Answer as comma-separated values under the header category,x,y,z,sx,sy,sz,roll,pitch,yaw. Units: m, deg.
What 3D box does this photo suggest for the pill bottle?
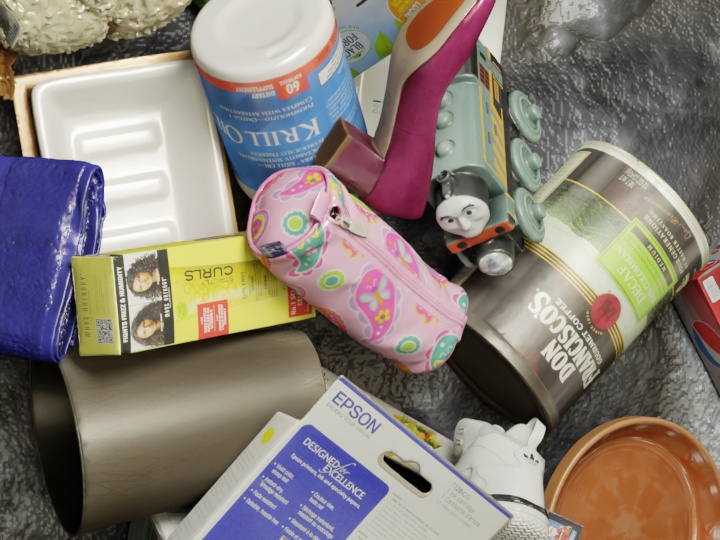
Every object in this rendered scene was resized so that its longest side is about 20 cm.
category,x,y,z,sx,sy,sz,roll,pitch,yaw
pill bottle,-0.054,-0.117,1.578,0.112,0.112,0.201,-36,138,-16

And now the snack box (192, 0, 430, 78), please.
category,x,y,z,sx,sy,sz,roll,pitch,yaw
snack box,-0.035,-0.232,1.577,0.169,0.200,0.068,44,55,-16

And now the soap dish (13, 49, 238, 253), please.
category,x,y,z,sx,sy,sz,roll,pitch,yaw
soap dish,-0.181,-0.061,1.591,0.156,0.081,0.202,-11,95,-19

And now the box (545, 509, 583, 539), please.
category,x,y,z,sx,sy,sz,roll,pitch,yaw
box,0.099,0.284,1.667,0.038,0.136,0.201,26,82,-20

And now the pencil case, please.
category,x,y,z,sx,sy,sz,roll,pitch,yaw
pencil case,0.000,0.000,1.549,0.200,0.087,0.088,41,76,-40

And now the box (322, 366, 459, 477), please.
category,x,y,z,sx,sy,sz,roll,pitch,yaw
box,-0.002,0.118,1.679,0.199,0.041,0.039,31,83,-17

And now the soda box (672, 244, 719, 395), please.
category,x,y,z,sx,sy,sz,roll,pitch,yaw
soda box,0.343,0.078,1.789,0.063,0.070,0.201,-31,100,-18

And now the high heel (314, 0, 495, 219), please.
category,x,y,z,sx,sy,sz,roll,pitch,yaw
high heel,0.058,-0.128,1.513,0.096,0.068,0.200,27,120,-27

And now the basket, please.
category,x,y,z,sx,sy,sz,roll,pitch,yaw
basket,-0.133,0.112,1.548,0.199,0.180,0.137,-6,117,-19

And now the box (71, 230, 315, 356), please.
category,x,y,z,sx,sy,sz,roll,pitch,yaw
box,-0.120,0.014,1.517,0.199,0.050,0.076,-9,96,-47

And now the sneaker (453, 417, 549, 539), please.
category,x,y,z,sx,sy,sz,roll,pitch,yaw
sneaker,0.082,0.193,1.657,0.075,0.200,0.116,31,50,-25

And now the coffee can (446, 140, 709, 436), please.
category,x,y,z,sx,sy,sz,roll,pitch,yaw
coffee can,0.167,0.013,1.685,0.200,0.146,0.147,-45,104,-14

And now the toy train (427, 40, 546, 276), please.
category,x,y,z,sx,sy,sz,roll,pitch,yaw
toy train,0.089,-0.092,1.619,0.114,0.085,0.201,45,34,-40

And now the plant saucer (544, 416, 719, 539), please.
category,x,y,z,sx,sy,sz,roll,pitch,yaw
plant saucer,0.229,0.224,1.755,0.199,0.032,0.202,-3,96,-32

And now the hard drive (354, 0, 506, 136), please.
category,x,y,z,sx,sy,sz,roll,pitch,yaw
hard drive,0.052,-0.171,1.704,0.131,0.026,0.202,7,88,-20

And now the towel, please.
category,x,y,z,sx,sy,sz,roll,pitch,yaw
towel,-0.285,-0.016,1.518,0.199,0.050,0.149,8,80,22

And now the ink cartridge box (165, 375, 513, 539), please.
category,x,y,z,sx,sy,sz,roll,pitch,yaw
ink cartridge box,-0.020,0.197,1.526,0.197,0.047,0.200,41,92,-28

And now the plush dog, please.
category,x,y,z,sx,sy,sz,roll,pitch,yaw
plush dog,-0.202,-0.213,1.525,0.171,0.200,0.162,-8,92,-27

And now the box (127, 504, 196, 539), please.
category,x,y,z,sx,sy,sz,roll,pitch,yaw
box,-0.077,0.237,1.605,0.198,0.101,0.113,4,109,-20
